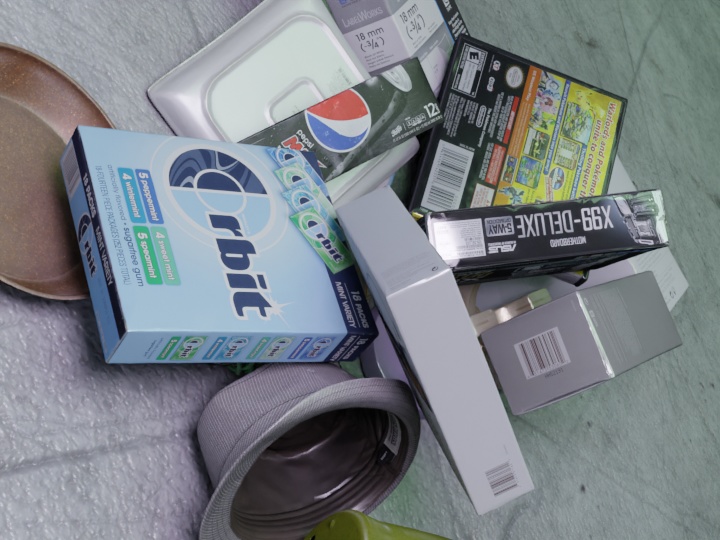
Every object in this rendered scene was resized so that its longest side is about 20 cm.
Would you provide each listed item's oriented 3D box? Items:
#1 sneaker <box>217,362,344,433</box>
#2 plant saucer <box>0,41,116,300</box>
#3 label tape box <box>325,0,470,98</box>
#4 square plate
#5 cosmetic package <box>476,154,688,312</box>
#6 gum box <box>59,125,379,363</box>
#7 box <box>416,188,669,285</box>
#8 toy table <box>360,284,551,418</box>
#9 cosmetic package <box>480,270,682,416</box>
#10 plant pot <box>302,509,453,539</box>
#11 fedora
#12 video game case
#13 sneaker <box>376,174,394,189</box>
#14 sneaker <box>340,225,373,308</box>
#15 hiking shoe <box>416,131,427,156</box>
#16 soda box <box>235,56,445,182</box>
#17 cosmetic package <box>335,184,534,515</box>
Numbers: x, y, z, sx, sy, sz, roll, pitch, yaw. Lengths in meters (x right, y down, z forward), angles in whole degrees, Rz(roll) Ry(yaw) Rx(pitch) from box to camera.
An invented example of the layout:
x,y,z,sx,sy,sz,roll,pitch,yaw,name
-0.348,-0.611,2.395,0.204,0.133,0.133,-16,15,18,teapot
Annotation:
x,y,z,sx,sy,sz,roll,pitch,yaw,name
-0.088,0.059,0.964,0.088,0.077,0.201,-38,101,-25,sneaker
-0.240,-0.066,0.850,0.200,0.037,0.201,32,44,-37,plant saucer
0.028,-0.270,1.177,0.201,0.063,0.144,62,34,-20,label tape box
-0.057,-0.136,1.076,0.198,0.028,0.200,-43,106,-25,square plate
0.202,-0.014,1.272,0.201,0.199,0.123,60,33,-3,cosmetic package
-0.101,-0.016,0.864,0.199,0.045,0.171,2,55,-35,gum box
0.133,-0.023,1.012,0.199,0.158,0.050,-6,84,-12,box
0.100,0.061,1.156,0.184,0.117,0.200,60,32,-4,toy table
0.207,0.063,1.100,0.200,0.107,0.091,-6,71,-55,cosmetic package
0.039,0.272,0.870,0.193,0.200,0.201,34,41,-20,plant pot
-0.051,0.126,0.892,0.199,0.177,0.090,-4,39,-41,fedora
0.150,-0.106,1.138,0.180,0.026,0.201,20,69,-7,video game case
-0.033,-0.173,1.176,0.130,0.079,0.201,21,50,-47,sneaker
0.000,0.000,1.036,0.076,0.092,0.200,56,6,7,sneaker
0.083,-0.132,1.325,0.101,0.076,0.200,47,26,-8,hiking shoe
-0.027,-0.113,1.033,0.199,0.071,0.064,-30,99,-28,soda box
0.053,0.056,0.878,0.151,0.051,0.201,-116,-178,-62,cosmetic package
